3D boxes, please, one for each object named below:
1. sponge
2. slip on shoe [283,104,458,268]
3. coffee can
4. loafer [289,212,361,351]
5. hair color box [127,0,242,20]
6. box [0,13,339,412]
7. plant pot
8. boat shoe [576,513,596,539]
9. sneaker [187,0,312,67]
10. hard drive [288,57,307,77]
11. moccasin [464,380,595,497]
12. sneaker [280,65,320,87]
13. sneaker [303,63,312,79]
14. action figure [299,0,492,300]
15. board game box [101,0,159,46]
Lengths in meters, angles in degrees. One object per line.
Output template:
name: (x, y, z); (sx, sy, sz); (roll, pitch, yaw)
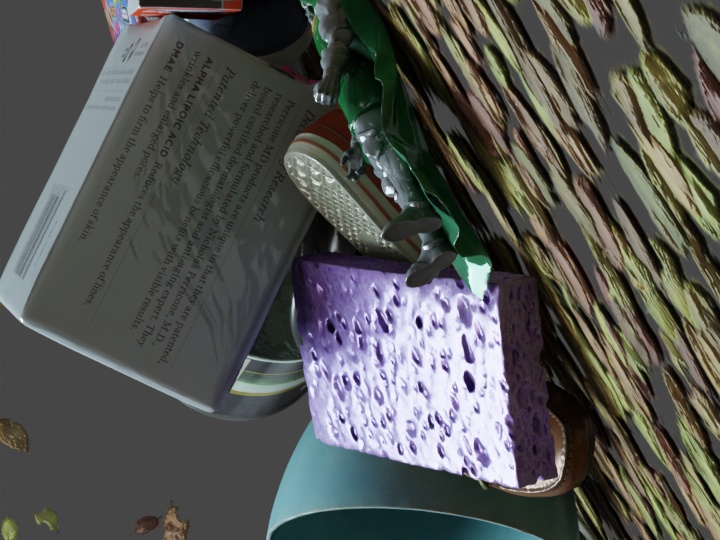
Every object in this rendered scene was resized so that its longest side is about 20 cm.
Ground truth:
sponge: (0.032, 0.052, 1.421); (0.200, 0.030, 0.112); (8, 109, 56)
slip on shoe: (0.039, -0.018, 1.470); (0.200, 0.061, 0.074); (48, 156, -22)
coffee can: (-0.074, 0.016, 1.826); (0.147, 0.146, 0.200); (59, 163, 7)
loafer: (0.000, 0.000, 1.647); (0.071, 0.073, 0.201); (25, 140, 28)
hair color box: (-0.104, -0.206, 1.519); (0.200, 0.064, 0.112); (-140, 51, -82)
box: (-0.115, -0.037, 1.549); (0.130, 0.201, 0.199); (27, 178, -13)
plant pot: (0.046, 0.122, 1.651); (0.200, 0.199, 0.135); (67, -153, -63)
boat shoe: (0.172, 0.258, 1.784); (0.201, 0.057, 0.067); (60, 176, -10)
sneaker: (-0.098, -0.212, 1.657); (0.200, 0.075, 0.085); (52, 164, 36)
hard drive: (-0.099, -0.126, 1.837); (0.200, 0.027, 0.133); (-22, 87, 60)
moccasin: (0.054, 0.081, 1.484); (0.077, 0.074, 0.201); (5, -164, -42)
sneaker: (-0.057, -0.090, 1.703); (0.200, 0.088, 0.081); (38, 172, 11)
sneaker: (-0.046, -0.072, 1.907); (0.201, 0.087, 0.076); (58, 175, 7)
action figure: (0.006, -0.084, 1.349); (0.118, 0.054, 0.201); (66, -177, -50)
board game box: (-0.164, -0.195, 1.794); (0.200, 0.019, 0.104); (165, 90, -80)
